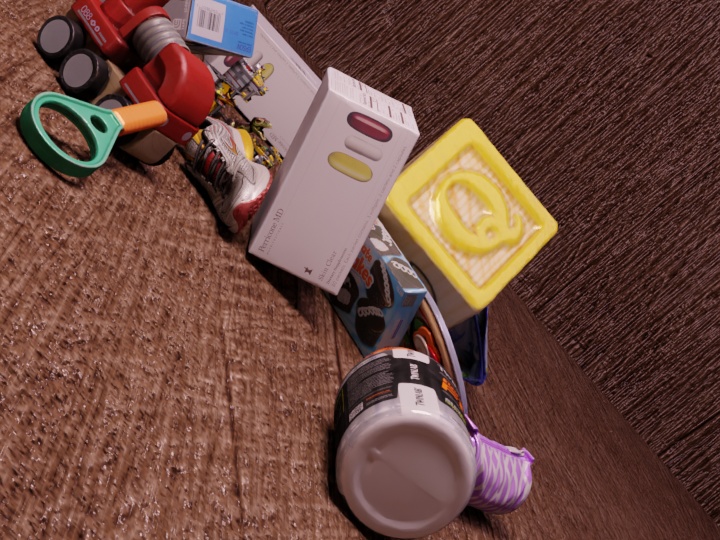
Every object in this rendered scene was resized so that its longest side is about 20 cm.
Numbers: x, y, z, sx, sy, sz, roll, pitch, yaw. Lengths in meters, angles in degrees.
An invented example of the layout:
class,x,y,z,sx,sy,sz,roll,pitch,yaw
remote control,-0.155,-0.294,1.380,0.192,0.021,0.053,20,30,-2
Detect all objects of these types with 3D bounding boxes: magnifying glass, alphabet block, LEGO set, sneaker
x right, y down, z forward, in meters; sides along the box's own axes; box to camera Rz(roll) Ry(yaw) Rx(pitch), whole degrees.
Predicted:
class,x,y,z,sx,sy,sz,roll,pitch,yaw
magnifying glass,-0.230,-0.128,1.294,0.080,0.022,0.200,54,24,3
alphabet block,0.095,-0.041,1.876,0.196,0.196,0.200,48,-34,-4
LEGO set,-0.142,-0.187,1.802,0.154,0.116,0.200,50,9,1
sneaker,-0.157,-0.108,1.609,0.082,0.078,0.200,27,17,-30

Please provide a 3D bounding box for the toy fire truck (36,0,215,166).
class,x,y,z,sx,sy,sz,roll,pitch,yaw
toy fire truck,-0.191,-0.226,1.465,0.177,0.200,0.129,54,11,24

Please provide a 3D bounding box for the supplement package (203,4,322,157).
class,x,y,z,sx,sy,sz,roll,pitch,yaw
supplement package,-0.136,-0.285,2.244,0.200,0.111,0.156,46,9,-18

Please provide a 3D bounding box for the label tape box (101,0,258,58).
class,x,y,z,sx,sy,sz,roll,pitch,yaw
label tape box,-0.247,-0.305,1.785,0.198,0.064,0.144,9,2,29

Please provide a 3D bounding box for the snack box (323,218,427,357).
class,x,y,z,sx,sy,sz,roll,pitch,yaw
snack box,0.000,0.000,1.752,0.037,0.117,0.201,-2,43,-35

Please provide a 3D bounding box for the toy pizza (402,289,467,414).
class,x,y,z,sx,sy,sz,roll,pitch,yaw
toy pizza,0.076,0.107,1.745,0.200,0.031,0.202,163,-90,-78

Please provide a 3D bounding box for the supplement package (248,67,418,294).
class,x,y,z,sx,sy,sz,roll,pitch,yaw
supplement package,-0.032,-0.103,1.629,0.110,0.201,0.156,25,14,-8

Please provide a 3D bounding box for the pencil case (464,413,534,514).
class,x,y,z,sx,sy,sz,roll,pitch,yaw
pencil case,0.128,0.215,1.604,0.084,0.085,0.200,56,12,27

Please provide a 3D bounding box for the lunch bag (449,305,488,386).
class,x,y,z,sx,sy,sz,roll,pitch,yaw
lunch bag,0.124,0.065,2.094,0.201,0.127,0.170,61,7,-3

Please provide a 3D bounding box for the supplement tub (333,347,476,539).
class,x,y,z,sx,sy,sz,roll,pitch,yaw
supplement tub,0.036,0.146,1.317,0.123,0.122,0.200,47,10,-14
